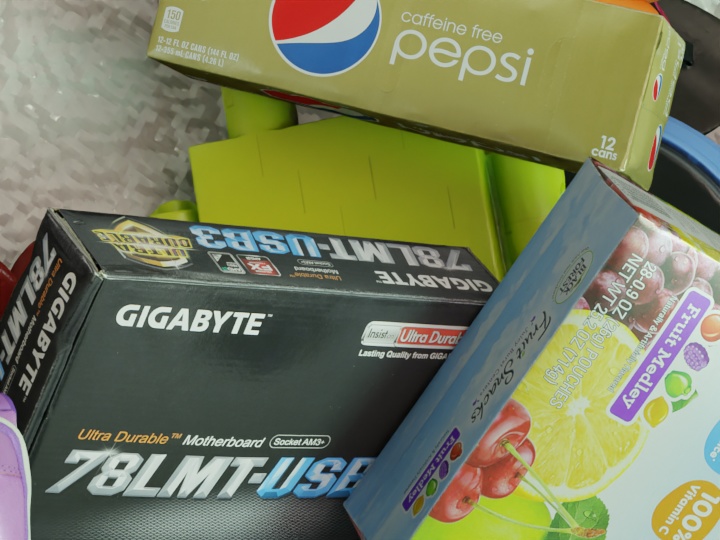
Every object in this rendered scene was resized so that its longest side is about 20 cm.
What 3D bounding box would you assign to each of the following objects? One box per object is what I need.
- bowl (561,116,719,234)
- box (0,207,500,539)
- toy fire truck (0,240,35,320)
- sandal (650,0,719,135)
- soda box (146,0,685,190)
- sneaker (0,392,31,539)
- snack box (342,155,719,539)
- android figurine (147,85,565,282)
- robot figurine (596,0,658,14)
[{"bbox_3d":[0.087,0.025,1.254,0.200,0.039,0.201,0,90,12],"label":"bowl"},{"bbox_3d":[-0.062,0.076,1.125,0.200,0.199,0.050,5,33,-40],"label":"box"},{"bbox_3d":[-0.144,0.067,1.174,0.200,0.112,0.168,10,100,-25],"label":"toy fire truck"},{"bbox_3d":[0.097,-0.113,1.353,0.200,0.045,0.075,21,69,-20],"label":"sandal"},{"bbox_3d":[0.023,-0.087,1.179,0.200,0.068,0.064,14,89,14],"label":"soda box"},{"bbox_3d":[-0.174,0.042,0.953,0.114,0.073,0.201,-31,104,-33],"label":"sneaker"},{"bbox_3d":[0.124,0.078,1.132,0.200,0.068,0.169,28,103,-25],"label":"snack box"},{"bbox_3d":[0.000,0.000,1.232,0.182,0.041,0.200,-13,84,11],"label":"android figurine"},{"bbox_3d":[0.084,-0.176,1.271,0.200,0.144,0.117,5,120,-44],"label":"robot figurine"}]
